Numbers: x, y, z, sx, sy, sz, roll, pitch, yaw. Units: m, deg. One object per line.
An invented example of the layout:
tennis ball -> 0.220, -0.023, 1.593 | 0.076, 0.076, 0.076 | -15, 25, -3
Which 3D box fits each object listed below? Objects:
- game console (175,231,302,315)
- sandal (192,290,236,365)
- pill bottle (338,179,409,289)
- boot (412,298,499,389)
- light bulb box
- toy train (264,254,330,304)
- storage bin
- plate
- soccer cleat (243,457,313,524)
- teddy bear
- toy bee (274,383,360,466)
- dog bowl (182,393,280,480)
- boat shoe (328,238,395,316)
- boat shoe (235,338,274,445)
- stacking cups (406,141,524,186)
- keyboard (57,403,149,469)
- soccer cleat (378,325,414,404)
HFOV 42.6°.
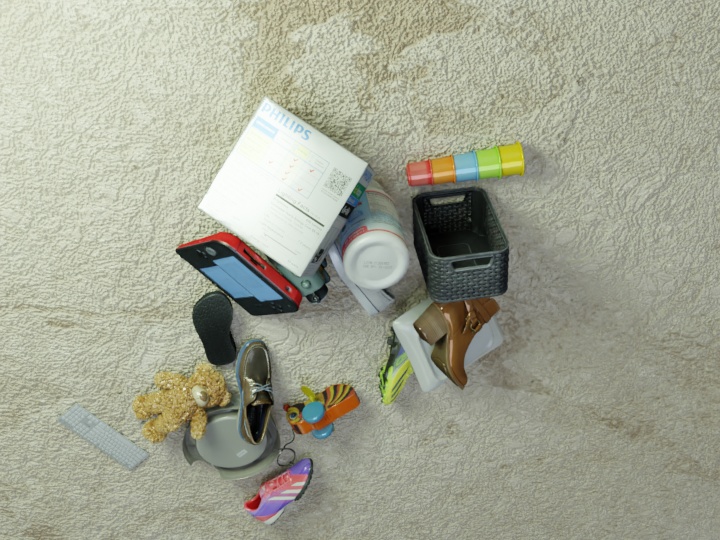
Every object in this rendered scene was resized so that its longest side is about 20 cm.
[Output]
game console -> -0.209, 0.012, 1.595 | 0.200, 0.031, 0.176 | 43, 147, -26
sandal -> -0.270, 0.100, 1.710 | 0.074, 0.048, 0.202 | -5, 138, -7
pill bottle -> 0.014, -0.068, 1.533 | 0.107, 0.201, 0.110 | -4, 126, -6
boot -> 0.197, 0.116, 1.709 | 0.154, 0.074, 0.201 | -38, 129, -10
light bulb box -> -0.111, -0.126, 1.437 | 0.197, 0.125, 0.201 | 33, 94, 5
toy train -> -0.117, -0.029, 1.594 | 0.084, 0.115, 0.201 | -26, 125, 10
storage bin -> 0.168, -0.046, 1.573 | 0.133, 0.201, 0.095 | -7, 126, -4
plate -> 0.177, 0.122, 1.764 | 0.199, 0.032, 0.201 | -33, 125, -9
soccer cleat -> -0.172, 0.466, 1.972 | 0.073, 0.069, 0.200 | 29, 119, -21
teddy bear -> -0.349, 0.257, 1.766 | 0.197, 0.067, 0.147 | -9, 84, 16
toy bee -> -0.105, 0.282, 1.841 | 0.198, 0.108, 0.133 | -18, 122, -27
dog bowl -> -0.260, 0.333, 1.865 | 0.197, 0.059, 0.202 | -4, 126, -6
boat shoe -> 0.000, 0.000, 1.669 | 0.065, 0.074, 0.200 | -30, 135, 7
boat shoe -> -0.194, 0.233, 1.759 | 0.071, 0.072, 0.203 | -5, 103, -26
stacking cups -> 0.177, -0.179, 1.570 | 0.197, 0.061, 0.061 | -7, 127, -3
keyboard -> -0.514, 0.335, 1.854 | 0.056, 0.011, 0.200 | -35, 124, 15
soccer cleat -> 0.085, 0.189, 1.814 | 0.082, 0.065, 0.202 | 3, 124, -14
